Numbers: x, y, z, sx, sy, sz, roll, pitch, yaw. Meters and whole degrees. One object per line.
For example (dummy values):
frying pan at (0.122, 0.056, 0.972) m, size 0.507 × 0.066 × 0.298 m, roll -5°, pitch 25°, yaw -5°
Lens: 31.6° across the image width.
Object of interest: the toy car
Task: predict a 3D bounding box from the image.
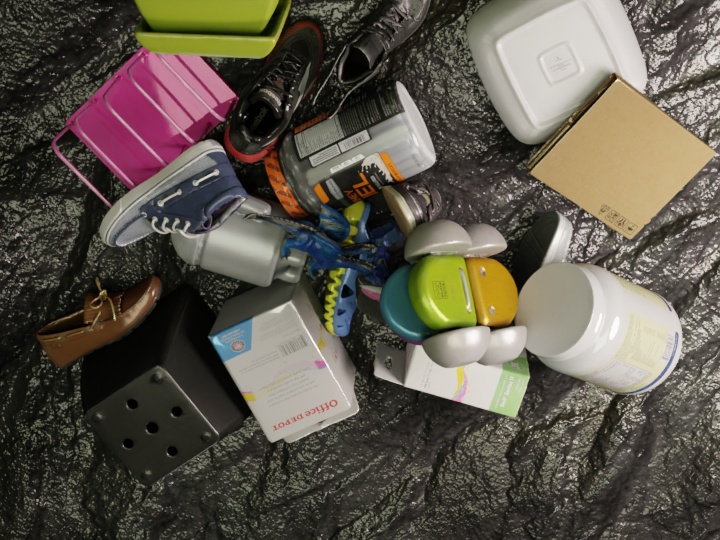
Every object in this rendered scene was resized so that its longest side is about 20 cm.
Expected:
toy car at (0.103, 0.037, 1.573) m, size 0.150 × 0.200 × 0.176 m, roll -18°, pitch 78°, yaw 35°

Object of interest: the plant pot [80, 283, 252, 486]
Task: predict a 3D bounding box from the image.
plant pot at (-0.269, 0.175, 1.747) m, size 0.200 × 0.178 × 0.200 m, roll -33°, pitch 105°, yaw 16°

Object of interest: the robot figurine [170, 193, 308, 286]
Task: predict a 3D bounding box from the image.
robot figurine at (-0.165, -0.048, 1.688) m, size 0.199 × 0.113 × 0.170 m, roll 17°, pitch 142°, yaw -4°

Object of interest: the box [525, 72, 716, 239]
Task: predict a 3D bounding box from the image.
box at (0.334, -0.142, 1.626) m, size 0.200 × 0.021 × 0.164 m, roll 29°, pitch 115°, yaw -30°

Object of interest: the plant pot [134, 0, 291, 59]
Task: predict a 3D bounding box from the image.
plant pot at (-0.177, -0.363, 1.528) m, size 0.198 × 0.200 × 0.182 m, roll 2°, pitch 119°, yaw 2°

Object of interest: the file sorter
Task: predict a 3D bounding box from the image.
file sorter at (-0.277, -0.190, 1.633) m, size 0.200 × 0.126 × 0.139 m, roll -40°, pitch 104°, yaw 16°

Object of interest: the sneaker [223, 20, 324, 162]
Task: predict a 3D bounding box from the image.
sneaker at (-0.102, -0.229, 1.599) m, size 0.071 × 0.098 × 0.201 m, roll 31°, pitch 84°, yaw -6°

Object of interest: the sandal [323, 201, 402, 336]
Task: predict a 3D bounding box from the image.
sandal at (0.000, 0.000, 1.717) m, size 0.087 × 0.080 × 0.201 m, roll 12°, pitch 113°, yaw -5°

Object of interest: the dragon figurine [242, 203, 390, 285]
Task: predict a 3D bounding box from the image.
dragon figurine at (-0.049, -0.042, 1.609) m, size 0.099 × 0.059 × 0.200 m, roll -21°, pitch 133°, yaw 38°

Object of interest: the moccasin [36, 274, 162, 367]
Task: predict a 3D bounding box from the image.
moccasin at (-0.362, 0.059, 1.768) m, size 0.201 × 0.074 × 0.078 m, roll -26°, pitch 116°, yaw 23°

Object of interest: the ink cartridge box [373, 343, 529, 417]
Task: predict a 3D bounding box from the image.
ink cartridge box at (0.123, 0.121, 1.731) m, size 0.199 × 0.117 × 0.068 m, roll 16°, pitch 111°, yaw -3°

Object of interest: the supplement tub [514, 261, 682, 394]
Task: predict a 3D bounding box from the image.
supplement tub at (0.307, 0.074, 1.646) m, size 0.200 × 0.145 × 0.145 m, roll 21°, pitch 116°, yaw -42°

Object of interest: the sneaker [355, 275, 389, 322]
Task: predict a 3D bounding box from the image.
sneaker at (0.084, 0.023, 1.708) m, size 0.199 × 0.087 × 0.080 m, roll 9°, pitch 152°, yaw -21°

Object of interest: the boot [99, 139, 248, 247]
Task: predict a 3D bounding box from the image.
boot at (-0.237, -0.071, 1.599) m, size 0.200 × 0.073 × 0.091 m, roll -38°, pitch 68°, yaw 16°

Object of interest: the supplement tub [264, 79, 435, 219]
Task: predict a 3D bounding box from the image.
supplement tub at (-0.015, -0.149, 1.634) m, size 0.199 × 0.123 × 0.123 m, roll -25°, pitch 108°, yaw 13°

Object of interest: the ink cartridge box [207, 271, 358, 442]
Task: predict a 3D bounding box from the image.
ink cartridge box at (-0.097, 0.125, 1.743) m, size 0.128 × 0.125 × 0.201 m, roll -23°, pitch 108°, yaw 12°

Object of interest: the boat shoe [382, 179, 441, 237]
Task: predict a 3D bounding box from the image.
boat shoe at (0.070, -0.085, 1.620) m, size 0.065 × 0.200 × 0.072 m, roll -27°, pitch 88°, yaw 2°

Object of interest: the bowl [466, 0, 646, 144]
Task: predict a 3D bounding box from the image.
bowl at (0.247, -0.266, 1.600) m, size 0.199 × 0.075 × 0.200 m, roll -24°, pitch 107°, yaw 14°

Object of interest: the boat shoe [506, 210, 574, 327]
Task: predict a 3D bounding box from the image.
boat shoe at (0.244, 0.015, 1.711) m, size 0.064 × 0.074 × 0.203 m, roll 7°, pitch 113°, yaw -20°

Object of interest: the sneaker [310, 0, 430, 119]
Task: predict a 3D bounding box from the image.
sneaker at (0.016, -0.281, 1.591) m, size 0.060 × 0.104 × 0.200 m, roll 41°, pitch 108°, yaw -11°
